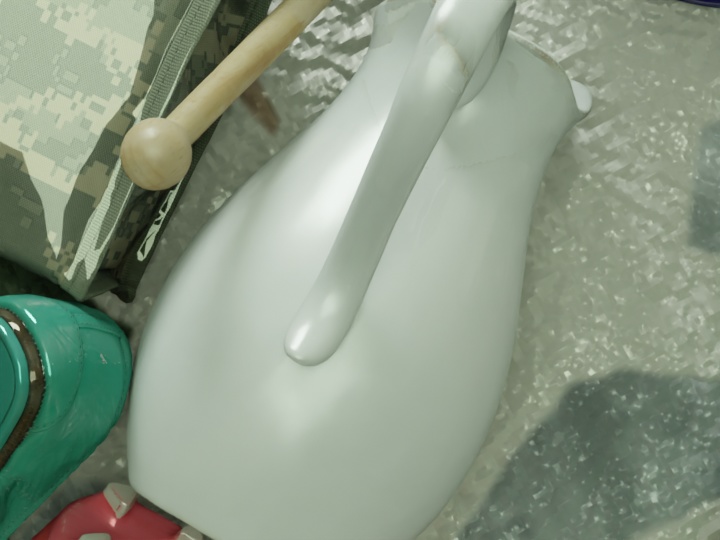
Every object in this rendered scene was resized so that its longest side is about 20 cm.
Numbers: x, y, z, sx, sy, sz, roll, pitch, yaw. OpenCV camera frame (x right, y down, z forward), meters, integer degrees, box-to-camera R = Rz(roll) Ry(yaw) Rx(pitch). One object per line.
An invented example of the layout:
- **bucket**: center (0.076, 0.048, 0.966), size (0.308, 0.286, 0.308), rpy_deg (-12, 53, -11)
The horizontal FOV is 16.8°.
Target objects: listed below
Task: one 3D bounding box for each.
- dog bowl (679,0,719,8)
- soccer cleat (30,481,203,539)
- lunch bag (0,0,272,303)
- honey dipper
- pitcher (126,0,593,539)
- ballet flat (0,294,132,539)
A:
- **dog bowl**: center (0.139, -0.196, 0.857), size (0.199, 0.079, 0.202), rpy_deg (0, 86, 2)
- **soccer cleat**: center (-0.034, 0.151, 0.858), size (0.199, 0.067, 0.077), rpy_deg (33, 127, -4)
- **lunch bag**: center (-0.114, -0.114, 0.844), size (0.163, 0.118, 0.201), rpy_deg (26, 92, 5)
- **honey dipper**: center (-0.024, -0.086, 0.817), size (0.038, 0.038, 0.200), rpy_deg (37, 47, 4)
- **pitcher**: center (0.000, 0.000, 0.804), size (0.121, 0.172, 0.201), rpy_deg (27, 87, 9)
- **ballet flat**: center (-0.139, 0.079, 0.845), size (0.200, 0.070, 0.068), rpy_deg (-46, 61, 34)
